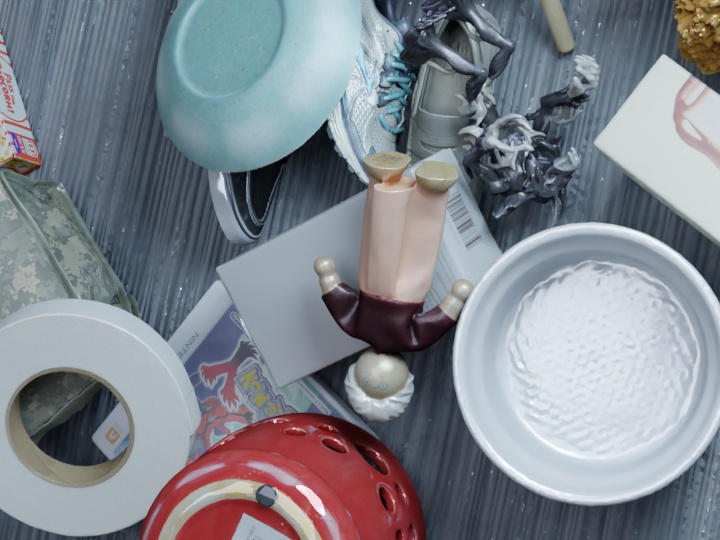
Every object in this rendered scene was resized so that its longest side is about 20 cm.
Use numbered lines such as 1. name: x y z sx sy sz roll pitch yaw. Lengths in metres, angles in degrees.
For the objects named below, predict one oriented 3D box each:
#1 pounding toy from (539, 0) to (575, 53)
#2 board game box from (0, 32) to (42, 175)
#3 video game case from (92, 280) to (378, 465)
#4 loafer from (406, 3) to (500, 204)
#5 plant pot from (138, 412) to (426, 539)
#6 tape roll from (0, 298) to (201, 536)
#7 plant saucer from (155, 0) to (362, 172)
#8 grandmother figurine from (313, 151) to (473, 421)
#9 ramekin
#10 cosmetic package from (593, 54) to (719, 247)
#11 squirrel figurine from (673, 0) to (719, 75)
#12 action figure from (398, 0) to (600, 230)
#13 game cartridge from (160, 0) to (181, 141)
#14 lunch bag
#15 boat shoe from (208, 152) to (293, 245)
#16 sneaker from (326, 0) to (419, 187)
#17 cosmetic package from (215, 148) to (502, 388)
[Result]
1. pounding toy: 0.107 -0.303 1.372 0.142 0.184 0.201 27 95 37
2. board game box: -0.403 -0.125 1.640 0.199 0.046 0.152 -25 74 20
3. video game case: -0.109 0.140 1.487 0.200 0.023 0.182 44 102 22
4. loafer: 0.066 -0.113 1.411 0.070 0.070 0.201 8 91 22
5. plant pot: -0.066 0.214 1.354 0.199 0.182 0.202 0 90 17
6. tape roll: -0.233 0.122 1.460 0.202 0.037 0.204 2 110 5
7. plant saucer: -0.092 -0.178 1.398 0.200 0.039 0.202 -11 68 29
8. grandmother figurine: 0.020 0.016 1.311 0.121 0.061 0.201 16 112 26
9. ramekin: 0.173 0.067 1.309 0.199 0.098 0.202 0 89 13
10. cosmetic package: 0.279 -0.057 1.293 0.200 0.103 0.087 40 98 21
11. squirrel figurine: 0.273 -0.232 1.279 0.186 0.142 0.201 -9 108 -8
12. action figure: 0.115 -0.119 1.337 0.102 0.119 0.200 -17 114 51
13. game cartridge: -0.092 -0.205 1.453 0.133 0.041 0.201 -1 74 29
14. lunch bag: -0.289 0.042 1.527 0.164 0.117 0.200 -38 73 15
15. boat shoe: -0.079 -0.121 1.484 0.067 0.072 0.201 -2 75 25
16. sneaker: 0.012 -0.163 1.442 0.086 0.078 0.201 -15 77 18
17. cosmetic package: 0.000 0.000 1.393 0.199 0.081 0.113 -24 94 30
